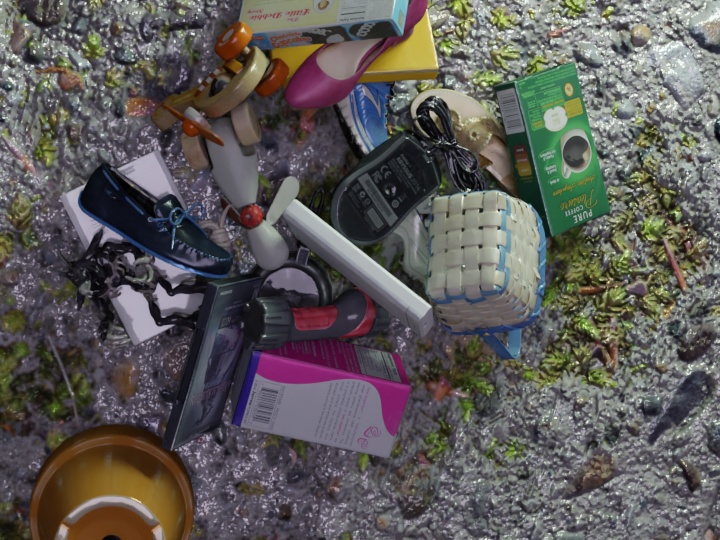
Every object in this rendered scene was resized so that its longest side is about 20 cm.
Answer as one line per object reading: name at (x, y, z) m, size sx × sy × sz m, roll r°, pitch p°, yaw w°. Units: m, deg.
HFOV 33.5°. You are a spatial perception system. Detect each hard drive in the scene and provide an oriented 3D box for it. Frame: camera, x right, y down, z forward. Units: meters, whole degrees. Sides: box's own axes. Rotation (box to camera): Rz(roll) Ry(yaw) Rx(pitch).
hard drive at (-0.261, -0.028, 1.457) m, size 0.131 × 0.026 × 0.201 m, roll -26°, pitch 100°, yaw -7°
hard drive at (0.000, 0.000, 1.403) m, size 0.200 × 0.132 × 0.027 m, roll 39°, pitch 84°, yaw 11°

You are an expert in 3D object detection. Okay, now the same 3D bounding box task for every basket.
basket at (0.154, -0.004, 1.416) m, size 0.138 × 0.200 × 0.178 m, roll -7°, pitch 66°, yaw 29°

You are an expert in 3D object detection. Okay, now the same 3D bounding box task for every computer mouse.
computer mouse at (0.042, -0.103, 1.432) m, size 0.199 × 0.053 × 0.139 m, roll -35°, pitch 108°, yaw -15°

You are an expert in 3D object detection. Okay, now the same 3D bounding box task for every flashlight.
flashlight at (-0.052, 0.052, 1.437) m, size 0.199 × 0.068 × 0.068 m, roll 0°, pitch 64°, yaw -44°

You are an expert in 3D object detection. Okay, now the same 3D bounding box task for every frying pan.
frying pan at (-0.066, 0.004, 1.499) m, size 0.115 × 0.031 × 0.190 m, roll 40°, pitch 90°, yaw -12°

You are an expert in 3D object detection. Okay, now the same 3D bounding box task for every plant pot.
plant pot at (-0.291, 0.299, 1.402) m, size 0.199 × 0.183 × 0.202 m, roll -1°, pitch 96°, yaw -11°

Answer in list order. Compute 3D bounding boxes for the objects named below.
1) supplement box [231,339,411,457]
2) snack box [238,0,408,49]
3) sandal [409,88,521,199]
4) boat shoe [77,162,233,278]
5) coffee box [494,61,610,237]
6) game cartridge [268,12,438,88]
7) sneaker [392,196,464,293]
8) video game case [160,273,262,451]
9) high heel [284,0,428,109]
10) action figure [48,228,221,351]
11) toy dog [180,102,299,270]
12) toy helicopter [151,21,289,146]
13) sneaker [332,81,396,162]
supplement box at (-0.050, 0.145, 1.466) m, size 0.199 × 0.103 × 0.102 m, roll 15°, pitch 107°, yaw -11°
snack box at (-0.040, -0.315, 1.357) m, size 0.199 × 0.037 × 0.117 m, roll 0°, pitch 67°, yaw 25°
sandal at (0.160, -0.159, 1.504) m, size 0.211 × 0.070 × 0.078 m, roll 37°, pitch 88°, yaw -12°
boat shoe at (-0.234, -0.059, 1.383) m, size 0.199 × 0.084 × 0.069 m, roll 27°, pitch 102°, yaw 1°
coffee box at (0.242, -0.151, 1.510) m, size 0.123 × 0.044 × 0.201 m, roll -23°, pitch 101°, yaw -38°
game cartridge at (-0.017, -0.304, 1.439) m, size 0.198 × 0.032 × 0.178 m, roll -5°, pitch 68°, yaw -9°
sneaker at (0.099, -0.004, 1.513) m, size 0.081 × 0.075 × 0.201 m, roll -30°, pitch 97°, yaw 6°
video game case at (-0.174, 0.105, 1.421) m, size 0.019 × 0.143 × 0.201 m, roll 18°, pitch 99°, yaw 14°
high heel at (-0.004, -0.257, 1.352) m, size 0.199 × 0.096 × 0.068 m, roll -32°, pitch 75°, yaw -19°
action figure at (-0.264, 0.024, 1.394) m, size 0.199 × 0.102 × 0.120 m, roll 14°, pitch 115°, yaw -15°
toy dog at (-0.142, -0.106, 1.445) m, size 0.131 × 0.096 × 0.202 m, roll 1°, pitch 108°, yaw 7°
toy helicopter at (-0.181, -0.193, 1.376) m, size 0.079 × 0.199 × 0.133 m, roll 41°, pitch 56°, yaw -28°
sneaker at (0.014, -0.203, 1.468) m, size 0.089 × 0.079 × 0.201 m, roll -24°, pitch 99°, yaw -5°
